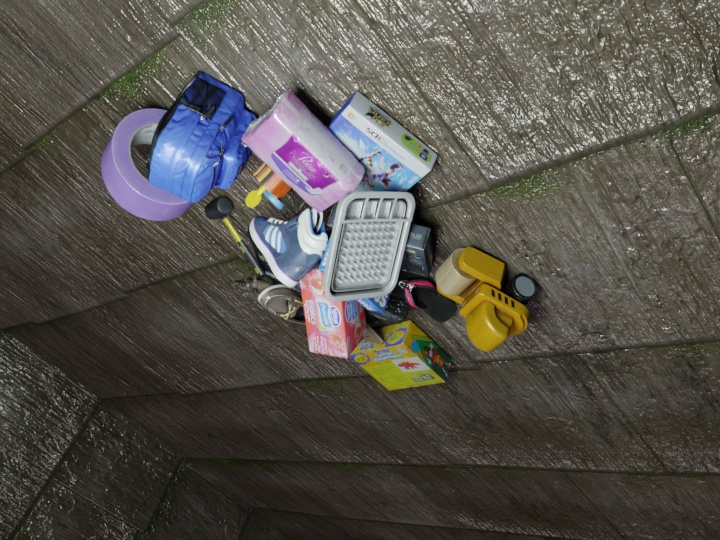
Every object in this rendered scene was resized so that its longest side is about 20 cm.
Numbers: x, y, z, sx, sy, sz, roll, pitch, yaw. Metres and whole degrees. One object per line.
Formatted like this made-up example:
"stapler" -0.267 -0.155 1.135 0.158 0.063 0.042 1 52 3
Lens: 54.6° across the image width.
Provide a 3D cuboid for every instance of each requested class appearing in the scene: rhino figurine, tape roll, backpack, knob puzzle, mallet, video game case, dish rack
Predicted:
"rhino figurine" -0.236 0.042 1.662 0.086 0.061 0.199 0 170 26
"tape roll" -0.397 -0.206 1.364 0.199 0.202 0.085 36 144 -17
"backpack" -0.288 -0.228 1.266 0.166 0.202 0.163 26 146 -2
"knob puzzle" -0.048 0.094 1.677 0.218 0.031 0.220 34 161 13
"mallet" -0.270 -0.076 1.560 0.201 0.041 0.066 54 142 -9
"video game case" 0.010 -0.201 1.251 0.180 0.046 0.200 36 145 -13
"dish rack" 0.008 -0.049 1.238 0.043 0.170 0.203 31 117 44

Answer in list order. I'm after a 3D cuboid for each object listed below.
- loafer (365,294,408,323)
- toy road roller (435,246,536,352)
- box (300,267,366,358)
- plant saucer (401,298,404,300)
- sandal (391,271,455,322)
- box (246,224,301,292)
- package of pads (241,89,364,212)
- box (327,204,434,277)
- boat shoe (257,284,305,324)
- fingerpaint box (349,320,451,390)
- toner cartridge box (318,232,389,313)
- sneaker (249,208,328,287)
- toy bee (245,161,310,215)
"loafer" 0.011 0.056 1.511 0.199 0.069 0.070 31 151 -4
"toy road roller" 0.238 0.064 1.368 0.198 0.147 0.123 28 146 -5
"box" -0.054 0.066 1.428 0.094 0.100 0.203 8 119 25
"plant saucer" 0.011 0.020 1.556 0.197 0.036 0.201 17 145 12
"sandal" 0.131 0.050 1.483 0.199 0.045 0.075 34 101 -23
"box" -0.152 -0.021 1.561 0.198 0.044 0.161 25 149 25
"package of pads" -0.098 -0.203 1.212 0.200 0.076 0.120 43 143 -19
"box" 0.045 -0.057 1.379 0.197 0.052 0.158 15 164 15
"boat shoe" -0.170 0.086 1.662 0.060 0.072 0.200 55 -168 26
"fingerpaint box" 0.097 0.213 1.727 0.167 0.074 0.199 42 142 -25
"toner cartridge box" 0.000 0.000 1.352 0.043 0.096 0.200 7 159 34
"sneaker" -0.128 -0.079 1.351 0.147 0.201 0.080 -48 137 16
"toy bee" -0.174 -0.169 1.358 0.109 0.131 0.201 44 161 15
